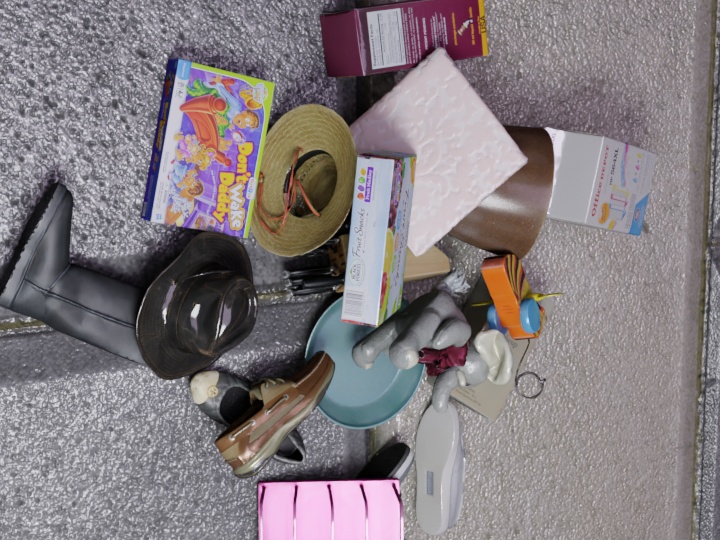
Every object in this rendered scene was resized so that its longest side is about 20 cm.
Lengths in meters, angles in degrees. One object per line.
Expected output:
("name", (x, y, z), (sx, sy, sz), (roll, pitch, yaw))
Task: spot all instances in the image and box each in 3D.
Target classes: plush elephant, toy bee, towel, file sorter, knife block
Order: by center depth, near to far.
("towel", (0.088, -0.153, 1.394), (0.199, 0.032, 0.192), (-40, 89, 14))
("file sorter", (-0.040, 0.363, 1.432), (0.196, 0.125, 0.142), (-1, 91, -3))
("knife block", (0.000, 0.000, 1.451), (0.199, 0.064, 0.177), (38, 70, -11))
("plush elephant", (0.112, 0.114, 1.459), (0.200, 0.164, 0.156), (-42, 103, -29))
("toy bee", (0.219, 0.058, 1.511), (0.109, 0.129, 0.203), (-47, 144, -54))

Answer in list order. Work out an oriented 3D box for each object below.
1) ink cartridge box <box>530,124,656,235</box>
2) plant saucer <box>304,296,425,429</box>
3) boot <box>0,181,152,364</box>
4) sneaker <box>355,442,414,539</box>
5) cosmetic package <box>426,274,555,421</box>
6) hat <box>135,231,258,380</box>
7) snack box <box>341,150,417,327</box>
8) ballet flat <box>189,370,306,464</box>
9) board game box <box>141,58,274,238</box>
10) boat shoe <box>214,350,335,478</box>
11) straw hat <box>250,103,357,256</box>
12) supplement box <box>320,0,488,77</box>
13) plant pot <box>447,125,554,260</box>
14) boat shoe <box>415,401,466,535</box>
("ink cartridge box", (0.324, -0.131, 1.565), (0.198, 0.124, 0.131), (5, 97, -50))
("plant saucer", (0.003, 0.122, 1.517), (0.197, 0.036, 0.204), (-5, 100, -28))
("boot", (-0.320, 0.008, 1.304), (0.198, 0.066, 0.167), (27, 93, -26))
("sneaker", (0.038, 0.358, 1.545), (0.120, 0.084, 0.201), (40, 87, -22))
("cosmetic package", (0.195, 0.108, 1.598), (0.103, 0.073, 0.202), (31, 84, -28))
("hat", (-0.182, 0.058, 1.347), (0.200, 0.080, 0.204), (-31, 132, -42))
("snack box", (0.024, -0.043, 1.335), (0.052, 0.142, 0.204), (8, 100, 12))
("ballet flat", (-0.146, 0.194, 1.435), (0.199, 0.057, 0.067), (39, 79, -28))
("board game box", (-0.193, -0.153, 1.359), (0.133, 0.045, 0.204), (8, 94, -29))
("boat shoe", (-0.111, 0.176, 1.397), (0.074, 0.075, 0.200), (46, 62, -11))
("straw hat", (-0.053, -0.109, 1.382), (0.084, 0.199, 0.205), (10, 94, -49))
("supplement box", (0.059, -0.315, 1.431), (0.197, 0.110, 0.087), (-14, 105, -25))
("plant pot", (0.141, -0.125, 1.483), (0.197, 0.187, 0.190), (11, 93, -12))
("boat shoe", (0.129, 0.292, 1.600), (0.068, 0.071, 0.204), (-4, 94, -49))
